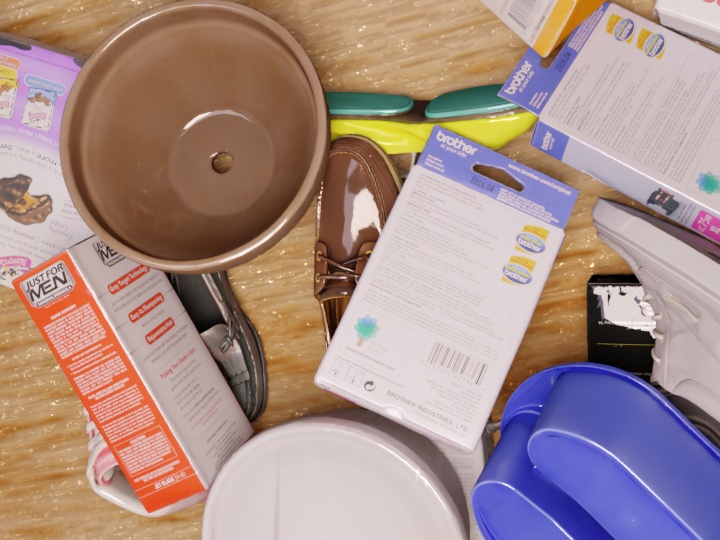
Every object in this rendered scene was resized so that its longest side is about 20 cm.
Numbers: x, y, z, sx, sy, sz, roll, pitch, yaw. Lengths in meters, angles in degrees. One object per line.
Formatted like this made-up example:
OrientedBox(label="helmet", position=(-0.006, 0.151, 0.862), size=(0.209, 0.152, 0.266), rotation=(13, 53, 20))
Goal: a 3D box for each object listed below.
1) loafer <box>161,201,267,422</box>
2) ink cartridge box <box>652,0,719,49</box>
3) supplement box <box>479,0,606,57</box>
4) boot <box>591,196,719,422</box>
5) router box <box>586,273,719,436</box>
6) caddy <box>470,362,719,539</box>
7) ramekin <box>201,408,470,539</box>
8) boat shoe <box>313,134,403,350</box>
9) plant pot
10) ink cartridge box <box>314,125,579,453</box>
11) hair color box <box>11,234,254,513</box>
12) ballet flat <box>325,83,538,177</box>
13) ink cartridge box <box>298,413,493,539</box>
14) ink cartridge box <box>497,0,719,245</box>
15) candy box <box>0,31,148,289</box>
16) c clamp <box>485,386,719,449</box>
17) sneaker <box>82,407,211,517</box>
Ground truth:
OrientedBox(label="loafer", position=(-0.133, 0.035, 0.890), size=(0.071, 0.063, 0.202), rotation=(-16, 91, 18))
OrientedBox(label="ink cartridge box", position=(0.297, -0.237, 0.713), size=(0.146, 0.083, 0.202), rotation=(23, 103, 14))
OrientedBox(label="supplement box", position=(0.102, -0.264, 0.750), size=(0.200, 0.074, 0.126), rotation=(45, 70, 9))
OrientedBox(label="boot", position=(0.204, 0.028, 0.707), size=(0.200, 0.073, 0.096), rotation=(46, 118, 53))
OrientedBox(label="router box", position=(0.263, 0.078, 0.774), size=(0.198, 0.051, 0.151), rotation=(0, 98, 18))
OrientedBox(label="caddy", position=(0.171, 0.154, 0.711), size=(0.200, 0.105, 0.142), rotation=(44, 128, 6))
OrientedBox(label="ramekin", position=(-0.010, 0.195, 0.806), size=(0.200, 0.094, 0.204), rotation=(3, 101, 16))
OrientedBox(label="boat shoe", position=(0.000, 0.000, 0.820), size=(0.071, 0.068, 0.202), rotation=(3, 110, 22))
OrientedBox(label="plant pot", position=(-0.116, -0.092, 0.818), size=(0.199, 0.093, 0.203), rotation=(-1, 80, 7))
OrientedBox(label="ink cartridge box", position=(0.062, 0.012, 0.764), size=(0.119, 0.042, 0.201), rotation=(24, 81, 5))
OrientedBox(label="hair color box", position=(-0.168, 0.069, 0.826), size=(0.061, 0.102, 0.201), rotation=(-25, 98, 22))
OrientedBox(label="ballet flat", position=(0.049, -0.103, 0.825), size=(0.198, 0.067, 0.068), rotation=(1, 117, 20))
OrientedBox(label="ink cartridge box", position=(0.030, 0.216, 0.873), size=(0.159, 0.047, 0.202), rotation=(-2, 101, 17))
OrientedBox(label="ink cartridge box", position=(0.205, -0.107, 0.750), size=(0.199, 0.042, 0.120), rotation=(30, 68, 10))
OrientedBox(label="candy box", position=(-0.260, -0.083, 0.913), size=(0.166, 0.071, 0.202), rotation=(19, 101, 15))
OrientedBox(label="c clamp", position=(0.208, 0.163, 0.769), size=(0.170, 0.027, 0.201), rotation=(-26, 93, 16))
OrientedBox(label="sneaker", position=(-0.199, 0.117, 0.899), size=(0.075, 0.105, 0.201), rotation=(-40, 83, 19))
